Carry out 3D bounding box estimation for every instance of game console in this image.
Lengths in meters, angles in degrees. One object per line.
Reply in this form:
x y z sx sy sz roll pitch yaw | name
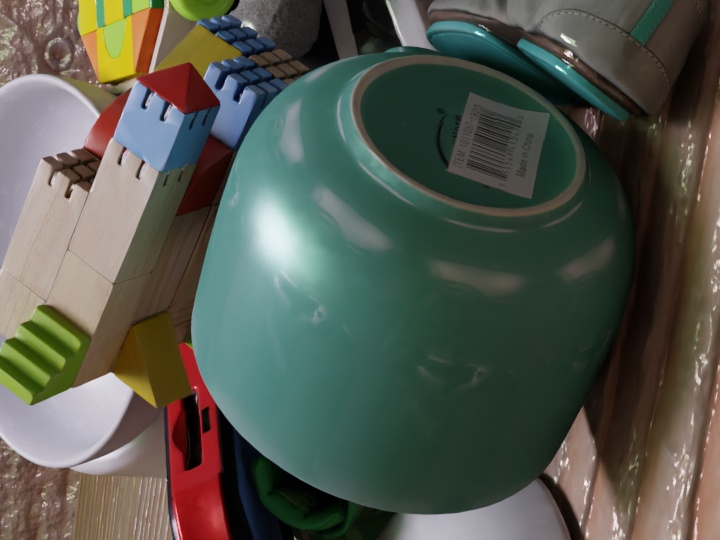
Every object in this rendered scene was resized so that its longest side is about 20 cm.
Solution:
-0.049 0.116 0.836 0.201 0.031 0.178 -100 -8 -56 | game console

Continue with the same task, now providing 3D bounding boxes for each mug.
0.014 -0.017 0.679 0.185 0.151 0.115 51 139 31 | mug

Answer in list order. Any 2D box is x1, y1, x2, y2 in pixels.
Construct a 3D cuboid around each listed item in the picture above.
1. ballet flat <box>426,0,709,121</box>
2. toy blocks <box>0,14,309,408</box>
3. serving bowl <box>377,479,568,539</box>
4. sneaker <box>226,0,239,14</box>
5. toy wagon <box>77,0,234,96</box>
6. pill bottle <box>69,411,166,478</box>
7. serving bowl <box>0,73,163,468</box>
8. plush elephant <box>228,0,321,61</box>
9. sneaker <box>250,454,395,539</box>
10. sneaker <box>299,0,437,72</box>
0.079 -0.096 0.698 0.064 0.067 0.200 -56 16 1 | ballet flat
-0.067 -0.038 0.758 0.200 0.100 0.137 -23 -37 -58 | toy blocks
0.028 0.180 0.751 0.200 0.065 0.202 -175 90 -77 | serving bowl
-0.058 -0.176 0.952 0.083 0.071 0.201 56 141 45 | sneaker
-0.111 -0.191 0.932 0.155 0.039 0.202 0 94 64 | toy wagon
-0.102 0.067 1.104 0.200 0.114 0.115 16 -103 -62 | pill bottle
-0.141 -0.001 0.966 0.199 0.065 0.202 5 96 50 | serving bowl
-0.033 -0.195 0.761 0.164 0.154 0.202 -6 87 35 | plush elephant
-0.018 0.081 0.816 0.084 0.074 0.201 -48 -20 -29 | sneaker
-0.031 -0.152 0.888 0.073 0.111 0.201 14 -127 -63 | sneaker
